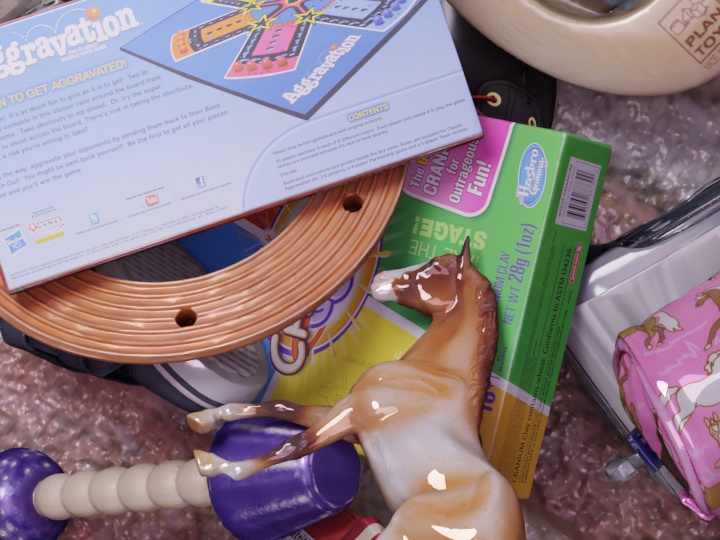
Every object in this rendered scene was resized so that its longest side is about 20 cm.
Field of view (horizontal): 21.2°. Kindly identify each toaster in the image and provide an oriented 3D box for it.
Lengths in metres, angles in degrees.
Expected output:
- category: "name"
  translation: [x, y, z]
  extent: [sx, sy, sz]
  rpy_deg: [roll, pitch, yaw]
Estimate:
- category: "toaster"
  translation: [0.182, 0.016, 0.858]
  extent: [0.200, 0.114, 0.129]
  rpy_deg: [-31, 93, -2]

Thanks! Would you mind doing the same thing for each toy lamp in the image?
- category: "toy lamp"
  translation: [-0.085, 0.095, 0.838]
  extent: [0.200, 0.058, 0.058]
  rpy_deg: [-13, 90, 40]

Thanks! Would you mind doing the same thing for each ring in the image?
- category: "ring"
  translation: [-0.077, -0.047, 0.805]
  extent: [0.200, 0.019, 0.201]
  rpy_deg: [-3, 58, 5]

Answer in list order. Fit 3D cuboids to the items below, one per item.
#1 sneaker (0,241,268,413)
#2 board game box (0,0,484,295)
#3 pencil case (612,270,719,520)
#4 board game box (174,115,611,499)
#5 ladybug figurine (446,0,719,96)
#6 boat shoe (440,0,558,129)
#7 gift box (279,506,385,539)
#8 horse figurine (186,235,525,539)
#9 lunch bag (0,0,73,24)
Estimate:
- category: "sneaker"
  translation: [-0.115, 0.015, 0.853]
  extent: [0.079, 0.078, 0.200]
  rpy_deg: [-54, 48, 13]
- category: "board game box"
  translation: [-0.061, -0.070, 0.766]
  extent: [0.199, 0.019, 0.103]
  rpy_deg: [-18, 91, -5]
- category: "pencil case"
  translation: [0.200, 0.022, 0.765]
  extent: [0.200, 0.087, 0.083]
  rpy_deg: [-28, 52, -5]
- category: "board game box"
  translation: [0.000, 0.000, 0.843]
  extent: [0.200, 0.040, 0.154]
  rpy_deg: [14, 92, 37]
- category: "ladybug figurine"
  translation: [0.096, -0.158, 0.840]
  extent: [0.200, 0.072, 0.136]
  rpy_deg: [44, 104, -1]
- category: "boat shoe"
  translation: [0.052, -0.059, 0.885]
  extent: [0.073, 0.063, 0.202]
  rpy_deg: [5, 89, 6]
- category: "gift box"
  translation: [-0.005, 0.230, 0.809]
  extent: [0.200, 0.185, 0.187]
  rpy_deg: [-44, 118, -4]
- category: "horse figurine"
  translation: [0.011, 0.084, 0.719]
  extent: [0.132, 0.200, 0.050]
  rpy_deg: [-16, 135, -5]
- category: "lunch bag"
  translation: [-0.212, -0.148, 0.822]
  extent: [0.164, 0.118, 0.200]
  rpy_deg: [-38, 65, 14]
